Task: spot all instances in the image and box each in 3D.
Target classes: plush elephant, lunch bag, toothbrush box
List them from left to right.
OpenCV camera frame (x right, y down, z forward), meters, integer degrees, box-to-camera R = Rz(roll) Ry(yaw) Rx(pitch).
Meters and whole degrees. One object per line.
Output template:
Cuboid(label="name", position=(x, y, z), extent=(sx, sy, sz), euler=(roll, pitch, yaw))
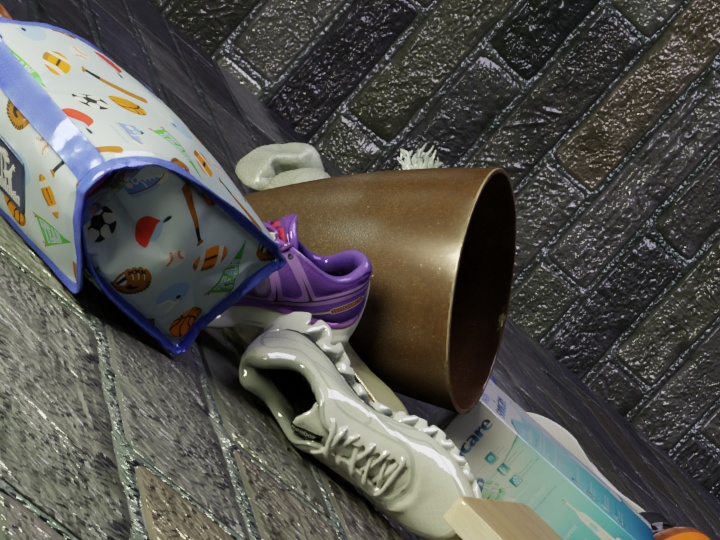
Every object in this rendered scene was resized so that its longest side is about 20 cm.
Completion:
Cuboid(label="lunch bag", position=(-0.166, -0.061, 1.524), extent=(0.170, 0.124, 0.200), euler=(47, 0, 32))
Cuboid(label="plush elephant", position=(-0.029, -0.024, 2.016), extent=(0.154, 0.201, 0.165), euler=(11, 19, -29))
Cuboid(label="toothbrush box", position=(0.139, 0.183, 1.945), extent=(0.200, 0.085, 0.146), euler=(43, 7, -2))

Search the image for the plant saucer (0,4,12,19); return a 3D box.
Cuboid(label="plant saucer", position=(-0.372, -0.256, 2.006), extent=(0.200, 0.032, 0.200), euler=(42, 7, -6))

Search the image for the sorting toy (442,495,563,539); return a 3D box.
Cuboid(label="sorting toy", position=(0.134, 0.243, 1.563), extent=(0.200, 0.070, 0.199), euler=(45, 6, 17))

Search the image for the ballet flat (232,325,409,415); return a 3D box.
Cuboid(label="ballet flat", position=(-0.041, 0.063, 1.765), extent=(0.200, 0.070, 0.069), euler=(44, 6, 9))

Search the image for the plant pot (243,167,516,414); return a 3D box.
Cuboid(label="plant pot", position=(0.000, 0.000, 1.848), extent=(0.199, 0.188, 0.187), euler=(10, -4, 16))

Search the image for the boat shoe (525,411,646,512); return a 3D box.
Cuboid(label="boat shoe", position=(0.208, 0.212, 2.315), extent=(0.200, 0.072, 0.069), euler=(35, -15, -4))

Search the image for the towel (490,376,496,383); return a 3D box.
Cuboid(label="towel", position=(0.075, 0.064, 2.699), extent=(0.200, 0.024, 0.147), euler=(44, 4, 1))

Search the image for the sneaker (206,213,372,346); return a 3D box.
Cuboid(label="sneaker", position=(-0.084, -0.008, 1.692), extent=(0.199, 0.084, 0.081), euler=(11, 25, -28))

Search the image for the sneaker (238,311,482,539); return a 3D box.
Cuboid(label="sneaker", position=(-0.004, 0.115, 1.628), extent=(0.200, 0.075, 0.081), euler=(41, 19, 9))

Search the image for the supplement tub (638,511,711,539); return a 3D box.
Cuboid(label="supplement tub", position=(0.284, 0.289, 2.036), extent=(0.107, 0.107, 0.200), euler=(37, 8, -42))
